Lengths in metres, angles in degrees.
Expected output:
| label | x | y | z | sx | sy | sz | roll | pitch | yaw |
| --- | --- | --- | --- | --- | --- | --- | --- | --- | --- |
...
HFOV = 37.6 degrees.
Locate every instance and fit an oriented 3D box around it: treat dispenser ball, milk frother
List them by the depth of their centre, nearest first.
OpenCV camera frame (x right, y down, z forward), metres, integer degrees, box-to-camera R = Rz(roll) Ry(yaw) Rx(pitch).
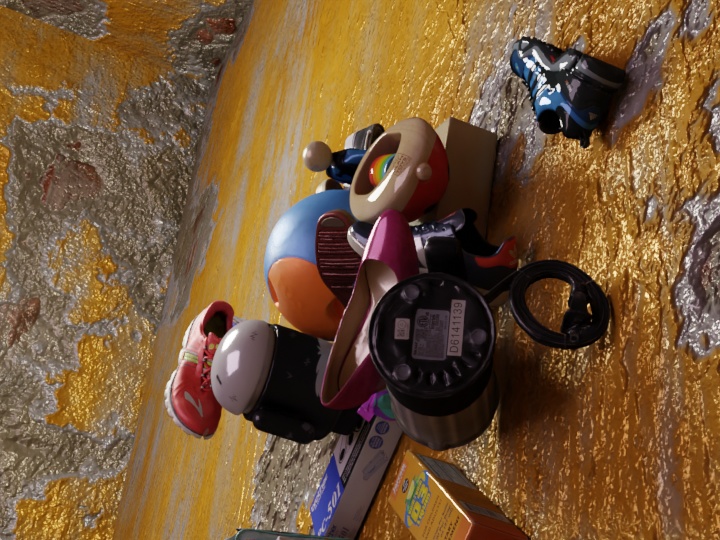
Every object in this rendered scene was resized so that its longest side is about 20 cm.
| label | x | y | z | sx | sy | sz | roll | pitch | yaw |
| --- | --- | --- | --- | --- | --- | --- | --- | --- | --- |
| milk frother | 0.124 | 0.079 | 1.017 | 0.189 | 0.198 | 0.182 | 69 | -137 | -66 |
| treat dispenser ball | -0.030 | -0.006 | 1.415 | 0.201 | 0.198 | 0.204 | -162 | 90 | -72 |

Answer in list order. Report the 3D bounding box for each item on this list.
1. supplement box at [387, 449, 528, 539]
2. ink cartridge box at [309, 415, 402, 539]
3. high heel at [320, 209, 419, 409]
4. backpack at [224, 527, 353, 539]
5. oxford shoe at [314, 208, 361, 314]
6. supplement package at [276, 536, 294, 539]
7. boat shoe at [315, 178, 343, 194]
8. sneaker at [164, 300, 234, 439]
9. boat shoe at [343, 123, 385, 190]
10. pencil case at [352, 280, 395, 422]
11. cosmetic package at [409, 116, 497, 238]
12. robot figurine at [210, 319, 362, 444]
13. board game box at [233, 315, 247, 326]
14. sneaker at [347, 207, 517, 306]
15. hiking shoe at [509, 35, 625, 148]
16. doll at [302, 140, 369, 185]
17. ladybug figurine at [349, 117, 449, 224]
| label | x | y | z | sx | sy | sz | roll | pitch | yaw |
| --- | --- | --- | --- | --- | --- | --- | --- | --- | --- |
| supplement box | 0.090 | 0.245 | 1.041 | 0.200 | 0.068 | 0.067 | -148 | 78 | -74 |
| ink cartridge box | -0.006 | 0.253 | 1.353 | 0.094 | 0.044 | 0.202 | -117 | 47 | -68 |
| high heel | 0.003 | 0.040 | 1.066 | 0.067 | 0.095 | 0.203 | 22 | 108 | 30 |
| backpack | -0.082 | 0.408 | 1.226 | 0.153 | 0.173 | 0.203 | 148 | 130 | -66 |
| oxford shoe | 0.000 | 0.000 | 1.271 | 0.075 | 0.070 | 0.202 | -56 | -40 | -41 |
| supplement package | -0.022 | 0.401 | 1.024 | 0.148 | 0.189 | 0.201 | -59 | 22 | 31 |
| boat shoe | -0.049 | -0.036 | 1.595 | 0.064 | 0.072 | 0.203 | -3 | 97 | 33 |
| sneaker | -0.200 | 0.120 | 1.366 | 0.085 | 0.076 | 0.202 | -50 | 30 | 40 |
| boat shoe | 0.020 | -0.126 | 1.593 | 0.068 | 0.073 | 0.202 | -24 | 54 | 41 |
| pencil case | 0.035 | 0.089 | 1.211 | 0.092 | 0.085 | 0.201 | -40 | -30 | -27 |
| cosmetic package | 0.104 | -0.070 | 1.285 | 0.105 | 0.070 | 0.203 | 140 | 144 | -59 |
| robot figurine | -0.088 | 0.138 | 1.313 | 0.150 | 0.197 | 0.127 | -179 | 108 | -72 |
| board game box | -0.098 | 0.143 | 1.476 | 0.159 | 0.197 | 0.098 | -162 | 90 | -72 |
| sneaker | 0.081 | -0.035 | 1.148 | 0.075 | 0.197 | 0.086 | -36 | -39 | -60 |
| hiking shoe | 0.198 | -0.191 | 1.114 | 0.200 | 0.073 | 0.088 | -127 | 58 | -69 |
| doll | 0.018 | -0.127 | 1.386 | 0.136 | 0.197 | 0.049 | 153 | 133 | -66 |
| ladybug figurine | 0.050 | -0.108 | 1.234 | 0.137 | 0.071 | 0.200 | -61 | 16 | -1 |
